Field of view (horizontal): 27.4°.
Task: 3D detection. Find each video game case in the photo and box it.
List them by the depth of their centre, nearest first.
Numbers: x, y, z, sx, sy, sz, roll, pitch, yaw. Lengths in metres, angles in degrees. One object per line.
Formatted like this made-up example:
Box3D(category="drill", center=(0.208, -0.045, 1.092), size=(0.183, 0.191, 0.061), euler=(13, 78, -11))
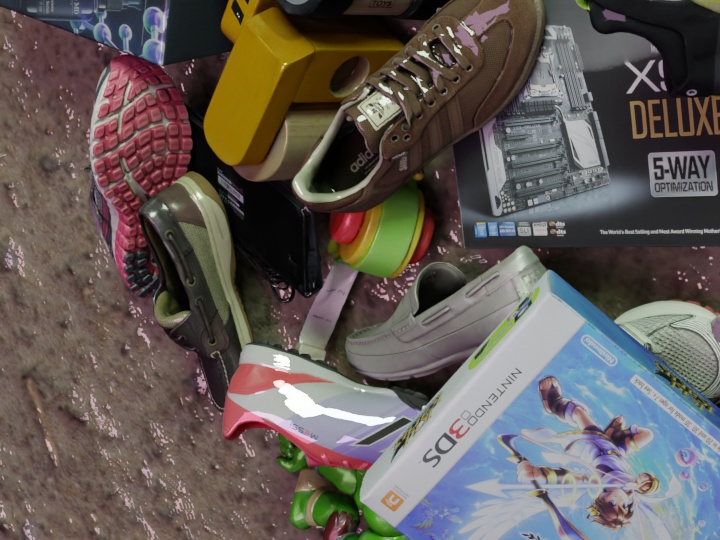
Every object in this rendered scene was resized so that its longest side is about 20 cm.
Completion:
Box3D(category="video game case", center=(0.131, 0.132, 0.901), size=(0.200, 0.045, 0.182), euler=(38, 109, -6))

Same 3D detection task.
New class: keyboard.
Box3D(category="keyboard", center=(-0.080, -0.054, 1.079), size=(0.200, 0.039, 0.105), euler=(41, 142, 41))

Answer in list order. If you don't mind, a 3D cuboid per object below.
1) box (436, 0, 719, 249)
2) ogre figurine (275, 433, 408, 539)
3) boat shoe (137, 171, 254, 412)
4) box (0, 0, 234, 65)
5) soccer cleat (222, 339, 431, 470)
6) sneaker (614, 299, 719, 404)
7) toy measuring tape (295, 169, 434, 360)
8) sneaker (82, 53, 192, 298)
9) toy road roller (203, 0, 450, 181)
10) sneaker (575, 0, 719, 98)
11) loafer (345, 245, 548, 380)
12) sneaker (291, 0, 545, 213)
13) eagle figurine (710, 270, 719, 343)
Box3D(category="box", center=(0.150, -0.095, 0.911), size=(0.199, 0.050, 0.159), euler=(1, 104, 35))
Box3D(category="ogre figurine", center=(0.004, 0.209, 1.084), size=(0.119, 0.098, 0.202), euler=(10, 99, 45))
Box3D(category="boat shoe", center=(-0.126, 0.025, 1.110), size=(0.073, 0.064, 0.201), euler=(30, 137, 52))
Box3D(category="box", center=(-0.175, -0.250, 1.055), size=(0.199, 0.107, 0.149), euler=(22, 116, 27))
Box3D(category="soccer cleat", center=(0.000, 0.113, 1.026), size=(0.199, 0.068, 0.074), euler=(19, 76, 9))
Box3D(category="sneaker", center=(0.151, 0.075, 0.945), size=(0.199, 0.082, 0.078), euler=(-18, 94, 37))
Box3D(category="toy measuring tape", center=(0.000, 0.000, 1.030), size=(0.073, 0.073, 0.201), euler=(36, 119, 20))
Box3D(category="sneaker", center=(-0.176, -0.073, 1.107), size=(0.075, 0.080, 0.201), euler=(45, 144, 39))
Box3D(category="toy road roller", center=(-0.042, -0.172, 0.984), size=(0.146, 0.122, 0.201), euler=(47, 126, 32))
Box3D(category="sneaker", center=(0.201, -0.127, 0.804), size=(0.199, 0.072, 0.083), euler=(26, 126, -21))
Box3D(category="loafer", center=(0.058, 0.028, 0.994), size=(0.199, 0.070, 0.070), euler=(-18, 99, 47))
Box3D(category="sneaker", center=(0.034, -0.101, 0.908), size=(0.071, 0.075, 0.200), euler=(49, 121, 12))
Box3D(category="eagle figurine", center=(0.302, 0.044, 0.805), size=(0.151, 0.152, 0.200), euler=(-41, 74, 16))
